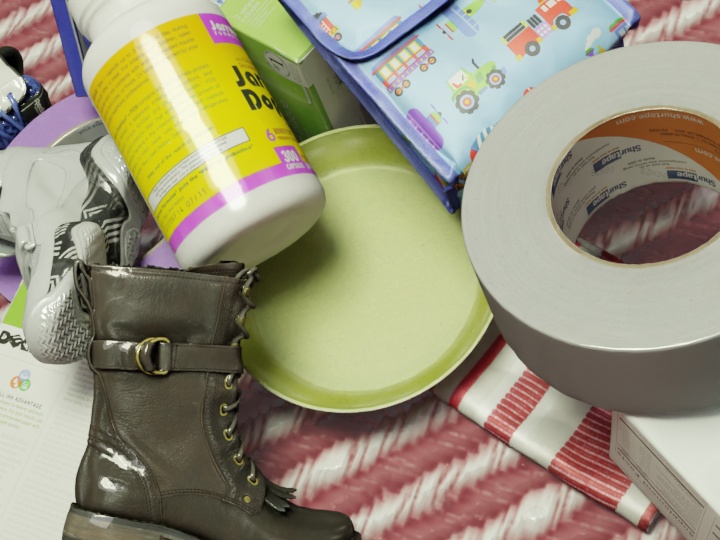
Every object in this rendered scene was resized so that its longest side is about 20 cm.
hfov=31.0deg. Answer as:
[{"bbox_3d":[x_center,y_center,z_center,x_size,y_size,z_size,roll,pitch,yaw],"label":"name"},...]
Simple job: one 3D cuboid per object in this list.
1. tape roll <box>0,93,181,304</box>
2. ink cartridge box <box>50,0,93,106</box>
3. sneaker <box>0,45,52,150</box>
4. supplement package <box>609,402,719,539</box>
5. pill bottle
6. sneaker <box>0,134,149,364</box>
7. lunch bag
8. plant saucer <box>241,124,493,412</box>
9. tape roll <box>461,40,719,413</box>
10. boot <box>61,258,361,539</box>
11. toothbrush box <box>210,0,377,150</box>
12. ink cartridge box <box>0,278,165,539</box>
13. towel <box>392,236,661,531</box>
[{"bbox_3d":[-0.174,-0.039,0.941,0.197,0.066,0.202,-7,58,12],"label":"tape roll"},{"bbox_3d":[-0.189,-0.188,0.954,0.037,0.096,0.200,-8,20,8],"label":"ink cartridge box"},{"bbox_3d":[-0.300,-0.105,1.006,0.114,0.081,0.202,-6,58,15],"label":"sneaker"},{"bbox_3d":[0.261,0.080,0.710,0.199,0.111,0.156,-39,66,-8],"label":"supplement package"},{"bbox_3d":[-0.110,-0.102,0.829,0.103,0.104,0.201,-30,79,-3],"label":"pill bottle"},{"bbox_3d":[-0.207,-0.015,0.832,0.113,0.076,0.201,-2,40,9],"label":"sneaker"},{"bbox_3d":[0.048,-0.165,0.807,0.150,0.094,0.200,-41,80,-2],"label":"lunch bag"},{"bbox_3d":[0.000,0.000,0.856,0.197,0.031,0.203,-5,67,12],"label":"plant saucer"},{"bbox_3d":[0.156,-0.027,0.694,0.198,0.066,0.202,-11,53,14],"label":"tape roll"},{"bbox_3d":[-0.081,0.082,0.765,0.198,0.069,0.177,10,84,-22],"label":"boot"},{"bbox_3d":[-0.071,-0.173,0.941,0.199,0.146,0.086,33,74,28],"label":"toothbrush box"},{"bbox_3d":[-0.187,0.118,0.840,0.146,0.076,0.202,13,68,22],"label":"ink cartridge box"},{"bbox_3d":[0.136,0.053,0.824,0.199,0.023,0.144,32,74,29],"label":"towel"}]
